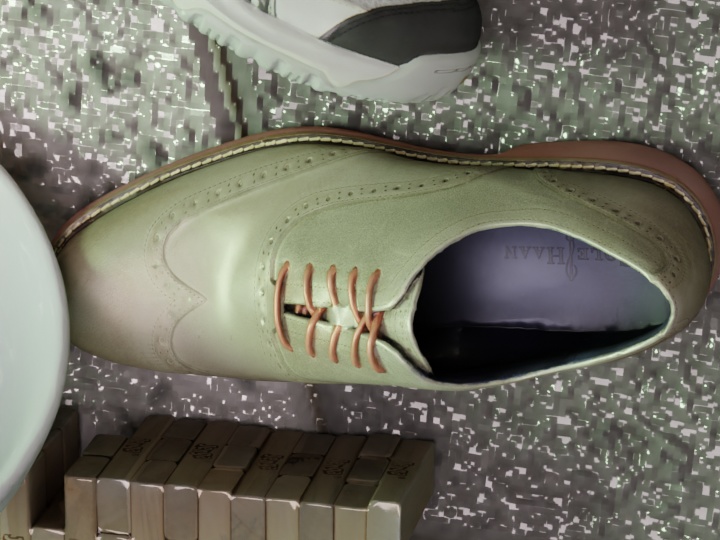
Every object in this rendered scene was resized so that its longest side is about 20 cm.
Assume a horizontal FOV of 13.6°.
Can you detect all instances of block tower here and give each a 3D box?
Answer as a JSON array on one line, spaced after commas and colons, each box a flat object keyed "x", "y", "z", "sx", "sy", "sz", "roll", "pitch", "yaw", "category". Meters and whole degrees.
[{"x": -0.081, "y": 0.075, "z": 0.895, "sx": 0.199, "sy": 0.054, "sz": 0.058, "roll": 4, "pitch": 109, "yaw": 11, "category": "block tower"}]

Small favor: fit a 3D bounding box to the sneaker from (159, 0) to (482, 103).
[{"x": -0.040, "y": -0.126, "z": 0.809, "sx": 0.200, "sy": 0.076, "sz": 0.088, "roll": 36, "pitch": 111, "yaw": -2, "category": "sneaker"}]

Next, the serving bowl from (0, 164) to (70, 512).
[{"x": -0.184, "y": 0.027, "z": 0.841, "sx": 0.199, "sy": 0.201, "sz": 0.066, "roll": 23, "pitch": 139, "yaw": 3, "category": "serving bowl"}]

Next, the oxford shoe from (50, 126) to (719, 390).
[{"x": 0.000, "y": 0.000, "z": 0.842, "sx": 0.199, "sy": 0.074, "sz": 0.071, "roll": -7, "pitch": 106, "yaw": 14, "category": "oxford shoe"}]
